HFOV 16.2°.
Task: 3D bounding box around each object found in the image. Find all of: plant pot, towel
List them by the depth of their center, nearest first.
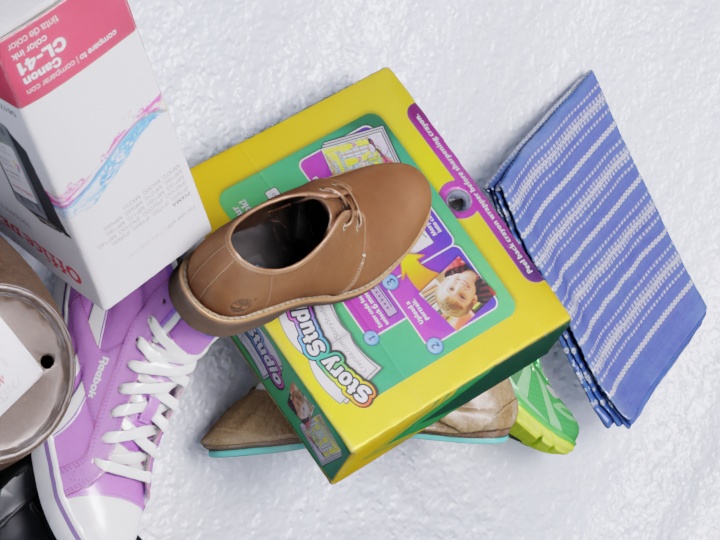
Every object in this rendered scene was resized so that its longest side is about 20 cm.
[{"bbox_3d":[-0.237,0.044,1.366,0.186,0.200,0.188,-3,96,-31],"label":"plant pot"},{"bbox_3d":[0.163,-0.012,1.686,0.145,0.024,0.201,-47,118,-40],"label":"towel"}]

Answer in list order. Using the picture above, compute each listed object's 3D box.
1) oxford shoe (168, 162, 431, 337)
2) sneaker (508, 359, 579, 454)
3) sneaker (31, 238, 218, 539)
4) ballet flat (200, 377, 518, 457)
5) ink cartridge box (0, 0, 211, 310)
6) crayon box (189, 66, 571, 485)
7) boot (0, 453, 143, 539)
[{"bbox_3d":[-0.018,-0.023,1.454,0.200,0.071,0.071,-29,77,-44],"label":"oxford shoe"},{"bbox_3d":[0.088,0.042,1.640,0.084,0.074,0.200,-46,115,-15],"label":"sneaker"},{"bbox_3d":[-0.126,0.065,1.449,0.072,0.114,0.202,19,64,-47],"label":"sneaker"},{"bbox_3d":[-0.001,0.074,1.570,0.199,0.068,0.073,-3,95,-5],"label":"ballet flat"},{"bbox_3d":[-0.175,-0.097,1.383,0.085,0.147,0.201,-36,136,-21],"label":"ink cartridge box"},{"bbox_3d":[0.000,0.000,1.537,0.172,0.058,0.200,-29,76,-25],"label":"crayon box"},{"bbox_3d":[-0.196,0.210,1.479,0.200,0.076,0.169,-45,112,-27],"label":"boot"}]
